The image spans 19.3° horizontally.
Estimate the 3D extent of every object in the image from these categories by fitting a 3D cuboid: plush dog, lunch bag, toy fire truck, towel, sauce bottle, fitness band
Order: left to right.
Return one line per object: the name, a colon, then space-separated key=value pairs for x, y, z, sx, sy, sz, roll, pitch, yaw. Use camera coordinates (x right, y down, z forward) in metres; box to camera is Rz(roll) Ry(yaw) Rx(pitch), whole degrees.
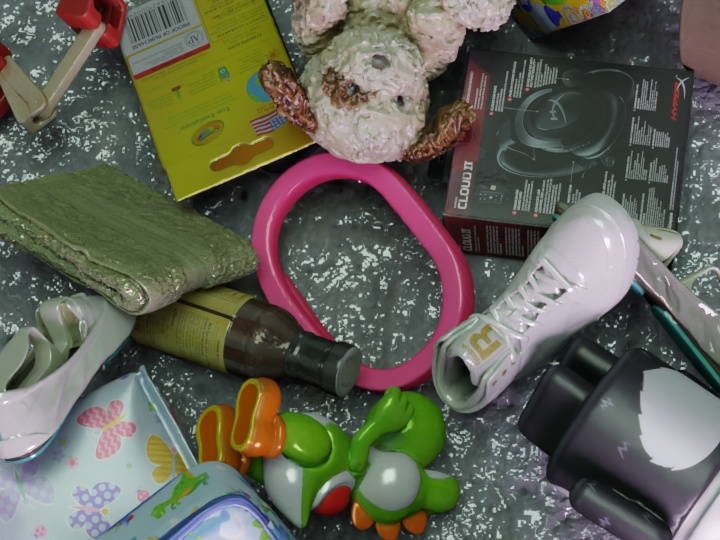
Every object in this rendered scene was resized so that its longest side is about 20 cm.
toy fire truck: x=-0.282 y=-0.146 z=1.707 sx=0.141 sy=0.049 sz=0.200 roll=6 pitch=66 yaw=33
lunch bag: x=-0.181 y=0.196 z=1.548 sx=0.169 sy=0.127 sz=0.200 roll=-26 pitch=81 yaw=-5
towel: x=-0.189 y=-0.027 z=1.627 sx=0.200 sy=0.037 sz=0.148 roll=26 pitch=28 yaw=31
lunch bag: x=-0.100 y=0.248 z=1.481 sx=0.161 sy=0.200 sz=0.082 roll=-36 pitch=29 yaw=-2
sauce bottle: x=-0.095 y=0.049 z=1.613 sx=0.200 sy=0.065 sz=0.065 roll=19 pitch=70 yaw=25
fitness band: x=0.000 y=0.000 z=1.629 sx=0.144 sy=0.037 sz=0.200 roll=-43 pitch=69 yaw=13
plush dog: x=0.004 y=-0.164 z=1.620 sx=0.199 sy=0.160 sz=0.172 roll=12 pitch=70 yaw=-11

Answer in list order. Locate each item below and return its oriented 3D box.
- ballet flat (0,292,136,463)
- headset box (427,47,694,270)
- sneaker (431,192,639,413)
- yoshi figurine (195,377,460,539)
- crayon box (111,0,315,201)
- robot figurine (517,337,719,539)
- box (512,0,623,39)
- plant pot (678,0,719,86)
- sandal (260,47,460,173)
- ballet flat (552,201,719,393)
ballet flat: x=-0.219 y=0.058 z=1.530 sx=0.069 sy=0.070 sz=0.200 roll=15 pitch=36 yaw=11
headset box: x=0.154 y=-0.086 z=1.658 sx=0.199 sy=0.077 sz=0.149 roll=6 pitch=68 yaw=8
sneaker: x=0.121 y=0.034 z=1.530 sx=0.074 sy=0.200 sz=0.115 roll=45 pitch=50 yaw=14
yoshi figurine: x=-0.014 y=0.121 z=1.552 sx=0.112 sy=0.200 sz=0.112 roll=-63 pitch=31 yaw=14
crayon box: x=-0.113 y=-0.142 z=1.693 sx=0.127 sy=0.051 sz=0.200 roll=-23 pitch=56 yaw=3
robot figurine: x=0.216 y=0.135 z=1.534 sx=0.200 sy=0.125 sz=0.150 roll=35 pitch=80 yaw=13
box: x=0.152 y=-0.305 z=1.647 sx=0.122 sy=0.193 sz=0.200 roll=-37 pitch=97 yaw=-11
plant pot: x=0.342 y=-0.194 z=1.630 sx=0.174 sy=0.200 sz=0.201 roll=11 pitch=69 yaw=19
sandal: x=-0.008 y=-0.149 z=1.722 sx=0.200 sy=0.043 sz=0.076 roll=-33 pitch=60 yaw=-2
ballet flat: x=0.228 y=0.006 z=1.573 sx=0.064 sy=0.067 sz=0.200 roll=-45 pitch=96 yaw=-3
